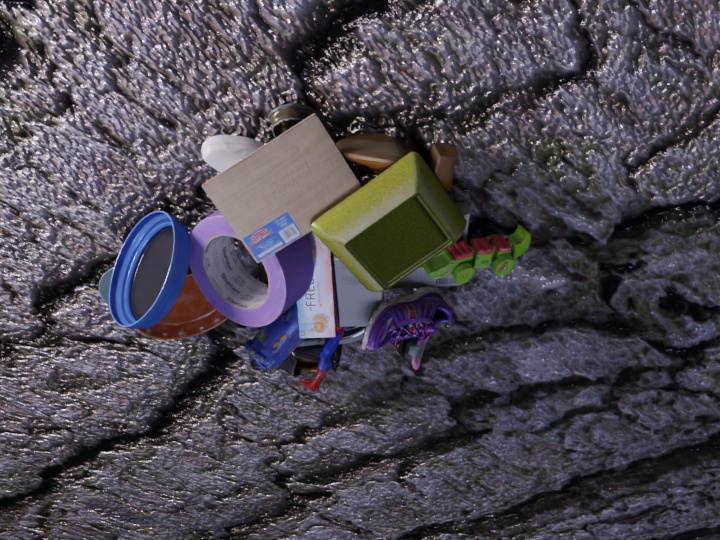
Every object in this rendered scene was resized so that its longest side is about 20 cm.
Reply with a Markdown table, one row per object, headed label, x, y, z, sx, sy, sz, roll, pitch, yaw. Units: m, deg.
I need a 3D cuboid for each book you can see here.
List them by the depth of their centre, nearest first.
| label | x | y | z | sx | sy | sz | roll | pitch | yaw |
| --- | --- | --- | --- | --- | --- | --- | --- | --- | --- |
| book | 0.116 | -0.039 | 1.568 | 0.132 | 0.048 | 0.201 | -2 | 143 | -1 |

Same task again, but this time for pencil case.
| label | x | y | z | sx | sy | sz | roll | pitch | yaw |
| --- | --- | --- | --- | --- | --- | --- | --- | --- | --- |
| pencil case | -0.125 | 0.100 | 1.669 | 0.078 | 0.087 | 0.200 | 41 | 103 | -19 |

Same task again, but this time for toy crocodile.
| label | x | y | z | sx | sy | sz | roll | pitch | yaw |
| --- | --- | --- | --- | --- | --- | --- | --- | --- | --- |
| toy crocodile | 0.195 | -0.028 | 1.519 | 0.198 | 0.068 | 0.062 | -12 | 139 | -17 |

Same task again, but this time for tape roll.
| label | x | y | z | sx | sy | sz | roll | pitch | yaw |
| --- | --- | --- | --- | --- | --- | --- | --- | --- | --- |
| tape roll | -0.181 | -0.015 | 1.495 | 0.198 | 0.085 | 0.202 | 16 | 124 | 25 |

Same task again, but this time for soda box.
| label | x | y | z | sx | sy | sz | roll | pitch | yaw |
| --- | --- | --- | --- | --- | --- | --- | --- | --- | --- |
| soda box | -0.077 | 0.014 | 1.556 | 0.068 | 0.064 | 0.202 | -1 | 112 | 3 |

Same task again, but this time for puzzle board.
| label | x | y | z | sx | sy | sz | roll | pitch | yaw |
| --- | --- | --- | --- | --- | --- | --- | --- | --- | --- |
| puzzle board | -0.111 | -0.120 | 1.349 | 0.199 | 0.017 | 0.151 | -31 | 117 | 7 |

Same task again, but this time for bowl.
| label | x | y | z | sx | sy | sz | roll | pitch | yaw |
| --- | --- | --- | --- | --- | --- | --- | --- | --- | --- |
| bowl | -0.350 | 0.002 | 1.510 | 0.039 | 0.202 | 0.200 | 23 | 139 | -38 |

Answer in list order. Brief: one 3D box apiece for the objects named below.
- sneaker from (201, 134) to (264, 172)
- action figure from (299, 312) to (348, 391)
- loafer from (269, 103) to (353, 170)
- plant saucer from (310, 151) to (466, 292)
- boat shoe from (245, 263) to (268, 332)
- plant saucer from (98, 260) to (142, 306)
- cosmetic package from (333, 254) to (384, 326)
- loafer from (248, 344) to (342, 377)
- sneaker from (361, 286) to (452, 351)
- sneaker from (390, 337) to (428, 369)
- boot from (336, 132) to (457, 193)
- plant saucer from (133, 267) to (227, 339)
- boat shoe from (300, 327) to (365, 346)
| label | x | y | z | sx | sy | sz | roll | pitch | yaw |
| --- | --- | --- | --- | --- | --- | --- | --- | --- | --- |
| sneaker | -0.155 | -0.129 | 1.401 | 0.198 | 0.116 | 0.074 | 19 | 142 | -19 |
| action figure | -0.051 | 0.125 | 1.679 | 0.051 | 0.201 | 0.065 | 32 | -177 | 15 |
| loafer | -0.069 | -0.173 | 1.375 | 0.075 | 0.070 | 0.200 | -19 | 138 | 25 |
| plant saucer | 0.055 | -0.057 | 1.402 | 0.199 | 0.048 | 0.200 | -35 | 136 | 9 |
| boat shoe | -0.185 | 0.043 | 1.678 | 0.071 | 0.072 | 0.200 | 32 | 139 | -2 |
| plant saucer | -0.381 | 0.032 | 1.684 | 0.199 | 0.039 | 0.202 | 2 | 142 | 1 |
| cosmetic package | 0.000 | 0.000 | 1.571 | 0.084 | 0.108 | 0.201 | 0 | 141 | 1 |
| loafer | -0.135 | 0.180 | 1.840 | 0.198 | 0.073 | 0.073 | -10 | 143 | 15 |
| sneaker | 0.085 | 0.090 | 1.582 | 0.199 | 0.083 | 0.081 | -25 | 142 | -35 |
| sneaker | 0.076 | 0.124 | 1.694 | 0.095 | 0.200 | 0.080 | 21 | 97 | -2 |
| boot | 0.048 | -0.134 | 1.412 | 0.199 | 0.071 | 0.145 | 2 | 133 | -15 |
| plant saucer | -0.313 | 0.055 | 1.630 | 0.198 | 0.033 | 0.201 | -18 | 149 | -11 |
| boat shoe | -0.062 | 0.103 | 1.743 | 0.198 | 0.069 | 0.057 | -12 | 140 | 21 |
